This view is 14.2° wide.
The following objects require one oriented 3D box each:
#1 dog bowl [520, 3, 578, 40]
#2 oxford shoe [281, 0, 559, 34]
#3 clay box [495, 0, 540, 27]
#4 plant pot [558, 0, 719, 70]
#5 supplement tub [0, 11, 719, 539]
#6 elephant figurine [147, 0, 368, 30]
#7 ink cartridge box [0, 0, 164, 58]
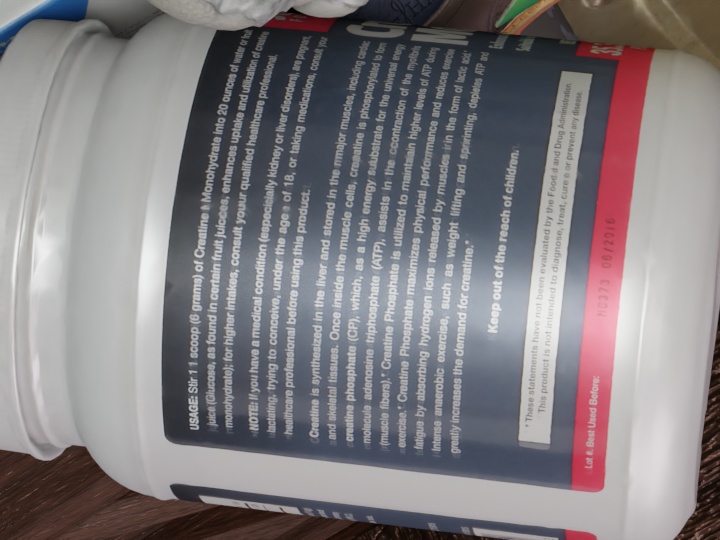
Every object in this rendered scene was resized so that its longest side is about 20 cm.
[{"bbox_3d":[0.001,-0.032,1.024,0.200,0.059,0.200,-42,178,-1],"label":"dog bowl"},{"bbox_3d":[0.050,-0.118,0.868,0.200,0.071,0.073,-49,161,11],"label":"oxford shoe"},{"bbox_3d":[0.103,-0.151,0.757,0.200,0.048,0.115,-42,179,-9],"label":"clay box"},{"bbox_3d":[0.166,-0.148,1.004,0.183,0.201,0.200,-36,172,-15],"label":"plant pot"},{"bbox_3d":[0.000,0.000,0.808,0.199,0.141,0.140,6,173,8],"label":"supplement tub"},{"bbox_3d":[-0.011,-0.165,0.617,0.142,0.155,0.200,-81,-164,-60],"label":"elephant figurine"},{"bbox_3d":[-0.065,-0.102,0.917,0.116,0.067,0.200,-29,169,12],"label":"ink cartridge box"}]
